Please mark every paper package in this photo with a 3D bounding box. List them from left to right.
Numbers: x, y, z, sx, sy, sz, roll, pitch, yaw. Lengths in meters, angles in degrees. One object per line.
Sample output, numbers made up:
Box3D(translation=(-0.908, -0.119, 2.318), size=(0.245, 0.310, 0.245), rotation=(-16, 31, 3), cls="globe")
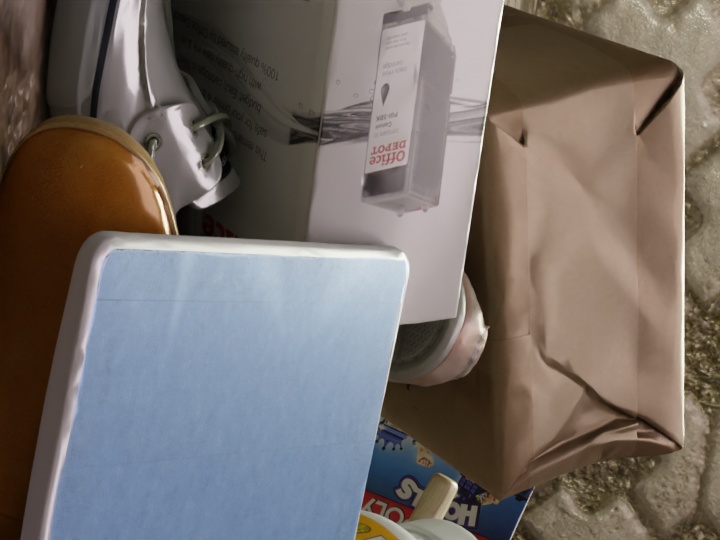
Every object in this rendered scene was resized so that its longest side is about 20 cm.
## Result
Box3D(translation=(0.052, -0.019, 1.064), size=(0.200, 0.103, 0.191), rotation=(28, -53, 57), cls="paper package")

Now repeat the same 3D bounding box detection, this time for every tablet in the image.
Box3D(translation=(-0.046, 0.053, 0.791), size=(0.200, 0.014, 0.131), rotation=(2, 101, -60), cls="tablet")

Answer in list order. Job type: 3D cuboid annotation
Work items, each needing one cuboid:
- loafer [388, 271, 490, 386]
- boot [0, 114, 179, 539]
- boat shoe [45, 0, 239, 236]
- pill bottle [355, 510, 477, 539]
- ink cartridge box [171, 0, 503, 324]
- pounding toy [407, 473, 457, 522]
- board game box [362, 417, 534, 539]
Box3D(translation=(0.000, 0.000, 1.007), size=(0.063, 0.200, 0.072), rotation=(29, 92, -39), cls="loafer")
Box3D(translation=(-0.110, 0.066, 0.751), size=(0.144, 0.071, 0.202), rotation=(-70, 172, -55), cls="boot")
Box3D(translation=(-0.076, -0.043, 0.870), size=(0.074, 0.066, 0.201), rotation=(-68, 166, -59), cls="boat shoe")
Box3D(translation=(-0.028, 0.166, 1.022), size=(0.200, 0.113, 0.113), rotation=(-8, 112, -46), cls="pill bottle")
Box3D(translation=(-0.019, -0.093, 0.905), size=(0.147, 0.083, 0.201), rotation=(34, -58, 51), cls="ink cartridge box")
Box3D(translation=(-0.045, 0.220, 1.178), size=(0.200, 0.142, 0.185), rotation=(-70, 168, -52), cls="pounding toy")
Box3D(translation=(0.008, 0.109, 1.404), size=(0.200, 0.199, 0.062), rotation=(-64, 168, -11), cls="board game box")
